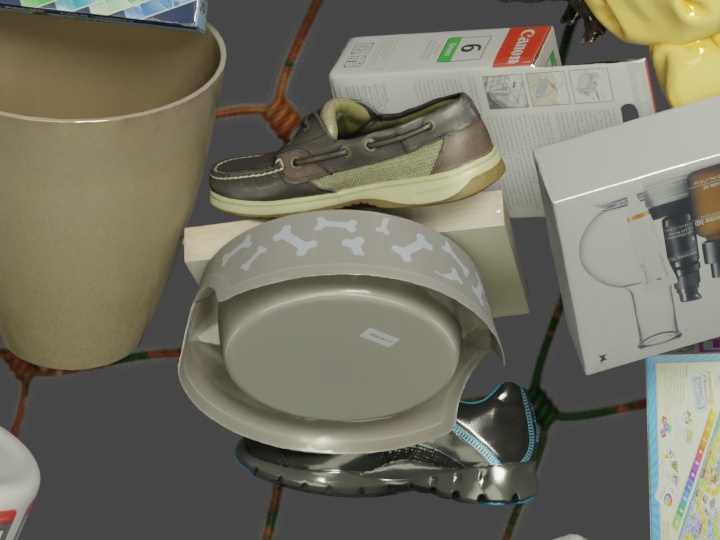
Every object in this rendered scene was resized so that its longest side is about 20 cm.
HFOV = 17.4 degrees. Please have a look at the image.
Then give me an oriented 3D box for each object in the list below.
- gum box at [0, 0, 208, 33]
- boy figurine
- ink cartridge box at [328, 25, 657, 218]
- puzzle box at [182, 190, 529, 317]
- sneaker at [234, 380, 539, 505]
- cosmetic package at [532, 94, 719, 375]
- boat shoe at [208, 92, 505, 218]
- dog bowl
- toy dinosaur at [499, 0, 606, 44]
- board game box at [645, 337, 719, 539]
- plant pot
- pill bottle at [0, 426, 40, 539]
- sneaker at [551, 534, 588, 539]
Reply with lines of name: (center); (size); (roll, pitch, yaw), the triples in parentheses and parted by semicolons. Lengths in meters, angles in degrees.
gum box: (-0.166, -0.253, 1.419); (0.169, 0.045, 0.201); (7, 90, 5)
boy figurine: (0.176, -0.175, 1.343); (0.124, 0.064, 0.201); (-10, 113, 48)
ink cartridge box: (0.090, -0.089, 1.426); (0.199, 0.050, 0.109); (-2, 124, 22)
puzzle box: (0.000, 0.000, 1.467); (0.199, 0.133, 0.026); (-6, 65, 8)
sneaker: (0.018, 0.108, 1.532); (0.199, 0.073, 0.082); (2, 85, 5)
cosmetic package: (0.211, -0.030, 1.377); (0.199, 0.052, 0.151); (-17, 137, 0)
boat shoe: (-0.007, -0.073, 1.405); (0.199, 0.073, 0.065); (-5, 108, 30)
dog bowl: (-0.012, 0.036, 1.427); (0.199, 0.059, 0.201); (0, 145, 0)
toy dinosaur: (0.130, -0.205, 1.409); (0.200, 0.077, 0.102); (-37, 113, 20)
board game box: (0.253, 0.142, 1.522); (0.134, 0.034, 0.201); (-1, 107, 7)
plant pot: (-0.178, -0.046, 1.454); (0.186, 0.188, 0.201); (6, 120, 5)
pill bottle: (-0.299, 0.198, 1.563); (0.115, 0.116, 0.201); (25, 108, -1)
sneaker: (0.059, 0.215, 1.550); (0.199, 0.070, 0.081); (-27, 99, 14)
